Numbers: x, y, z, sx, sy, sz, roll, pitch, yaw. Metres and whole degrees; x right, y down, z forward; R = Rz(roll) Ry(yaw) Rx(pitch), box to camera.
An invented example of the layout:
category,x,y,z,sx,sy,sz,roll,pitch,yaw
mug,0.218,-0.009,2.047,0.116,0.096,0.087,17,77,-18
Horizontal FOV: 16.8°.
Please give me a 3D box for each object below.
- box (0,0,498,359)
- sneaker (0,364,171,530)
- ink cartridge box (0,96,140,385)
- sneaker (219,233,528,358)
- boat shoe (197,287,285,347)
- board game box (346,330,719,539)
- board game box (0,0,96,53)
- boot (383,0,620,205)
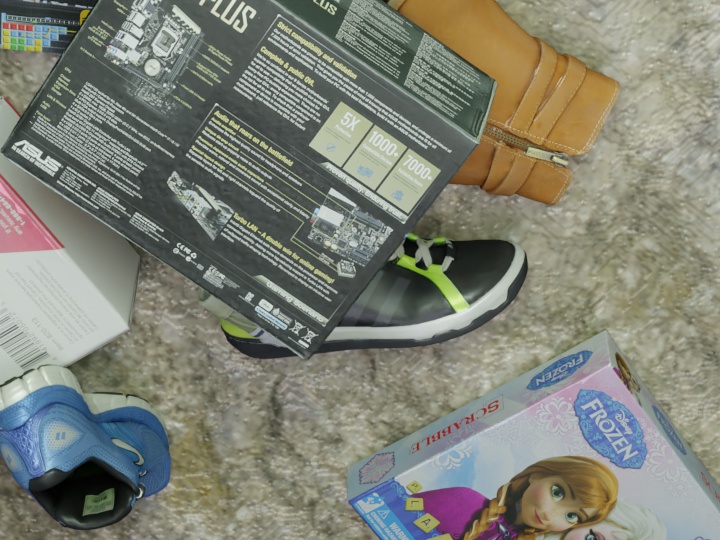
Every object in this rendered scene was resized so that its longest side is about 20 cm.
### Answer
category,x,y,z,sx,sy,sz,roll,pitch,yaw
box,-0.058,-0.080,1.275,0.200,0.086,0.164,34,118,-7
sneaker,-0.170,0.124,1.505,0.079,0.089,0.200,-26,160,14
ink cartridge box,-0.256,0.010,1.474,0.200,0.083,0.147,-29,118,18
sneaker,0.000,0.000,1.475,0.200,0.072,0.083,-11,119,6
boat shoe,-0.026,-0.042,1.365,0.062,0.072,0.200,19,115,-22
board game box,0.127,0.162,1.594,0.199,0.041,0.200,-30,118,18
board game box,-0.135,-0.215,1.347,0.165,0.057,0.200,5,122,-2
boot,0.079,-0.129,1.394,0.155,0.074,0.200,19,133,-10
